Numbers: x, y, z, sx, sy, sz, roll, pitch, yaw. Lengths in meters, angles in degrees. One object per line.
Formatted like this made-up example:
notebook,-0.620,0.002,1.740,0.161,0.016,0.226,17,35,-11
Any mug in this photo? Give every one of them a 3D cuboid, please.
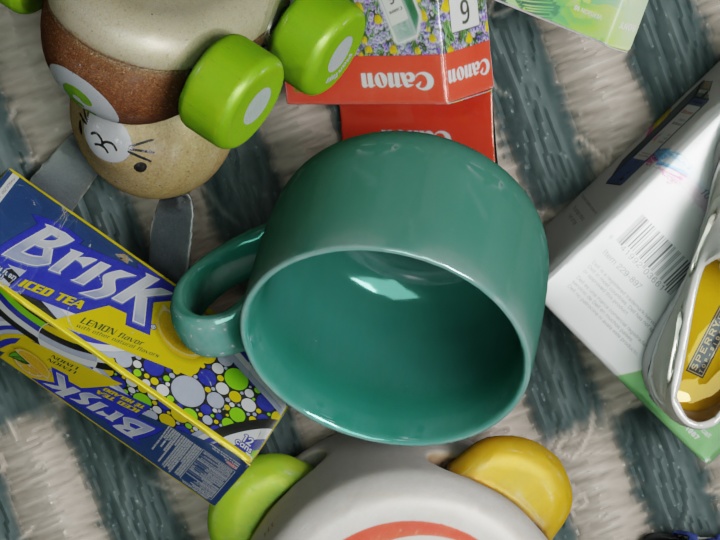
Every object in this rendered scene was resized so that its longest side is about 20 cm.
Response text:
mug,0.008,-0.005,1.463,0.185,0.115,0.152,21,137,-6

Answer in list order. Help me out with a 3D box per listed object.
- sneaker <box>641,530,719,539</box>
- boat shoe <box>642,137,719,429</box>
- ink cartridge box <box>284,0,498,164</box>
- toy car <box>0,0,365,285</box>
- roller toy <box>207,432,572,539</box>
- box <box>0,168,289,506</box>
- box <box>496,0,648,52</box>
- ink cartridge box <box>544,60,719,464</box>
sneaker,0.223,0.173,1.584,0.115,0.081,0.200,35,99,-12
boat shoe,0.206,-0.009,1.461,0.071,0.070,0.200,23,100,-9
ink cartridge box,0.012,-0.126,1.493,0.109,0.050,0.200,2,104,35
toy car,-0.119,-0.085,1.480,0.164,0.158,0.200,34,127,16
roller toy,0.024,0.185,1.541,0.200,0.140,0.183,-10,103,-2
box,-0.135,0.037,1.512,0.200,0.064,0.070,36,54,-4
box,0.112,-0.233,1.474,0.144,0.036,0.200,25,102,29
ink cartridge box,0.208,-0.019,1.539,0.200,0.088,0.145,-44,102,7
